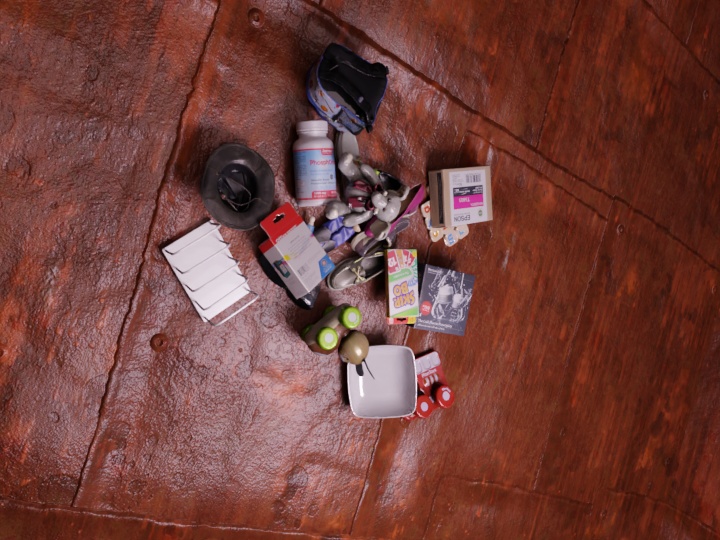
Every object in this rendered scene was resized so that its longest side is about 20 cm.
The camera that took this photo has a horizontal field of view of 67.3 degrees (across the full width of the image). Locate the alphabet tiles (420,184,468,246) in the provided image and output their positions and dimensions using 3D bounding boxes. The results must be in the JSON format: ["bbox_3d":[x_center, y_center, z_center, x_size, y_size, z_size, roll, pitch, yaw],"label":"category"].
[{"bbox_3d":[0.268,-0.184,1.657,0.193,0.014,0.205,-33,111,-26],"label":"alphabet tiles"}]

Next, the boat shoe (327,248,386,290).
[{"bbox_3d":[-0.001,-0.003,1.496,0.198,0.060,0.074,-27,109,-25],"label":"boat shoe"}]

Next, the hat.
[{"bbox_3d":[-0.298,-0.191,1.284,0.195,0.080,0.208,5,80,-32],"label":"hat"}]

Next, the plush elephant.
[{"bbox_3d":[0.031,-0.173,1.349,0.198,0.152,0.169,27,82,-50],"label":"plush elephant"}]

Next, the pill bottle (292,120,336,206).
[{"bbox_3d":[-0.117,-0.269,1.369,0.106,0.108,0.207,-8,100,-28],"label":"pill bottle"}]

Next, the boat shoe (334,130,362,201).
[{"bbox_3d":[-0.021,-0.278,1.446,0.073,0.068,0.207,-13,102,-28],"label":"boat shoe"}]

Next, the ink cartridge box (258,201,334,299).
[{"bbox_3d":[-0.167,-0.050,1.334,0.202,0.067,0.116,55,49,-9],"label":"ink cartridge box"}]

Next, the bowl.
[{"bbox_3d":[0.061,0.305,1.529,0.192,0.075,0.207,-3,97,2],"label":"bowl"}]

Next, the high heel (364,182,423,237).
[{"bbox_3d":[0.089,-0.166,1.455,0.198,0.067,0.097,-37,157,-26],"label":"high heel"}]

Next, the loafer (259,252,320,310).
[{"bbox_3d":[-0.181,0.012,1.396,0.201,0.072,0.073,50,58,-30],"label":"loafer"}]

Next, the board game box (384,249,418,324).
[{"bbox_3d":[0.114,0.045,1.501,0.093,0.030,0.208,0,89,-24],"label":"board game box"}]

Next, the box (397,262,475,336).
[{"bbox_3d":[0.224,0.084,1.613,0.195,0.103,0.189,11,90,-30],"label":"box"}]

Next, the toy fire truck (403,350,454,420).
[{"bbox_3d":[0.178,0.349,1.630,0.195,0.112,0.173,-15,79,-27],"label":"toy fire truck"}]

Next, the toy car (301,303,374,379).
[{"bbox_3d":[-0.039,0.206,1.420,0.157,0.163,0.203,-38,101,-20],"label":"toy car"}]

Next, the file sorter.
[{"bbox_3d":[-0.345,0.008,1.262,0.137,0.124,0.204,-33,112,-21],"label":"file sorter"}]

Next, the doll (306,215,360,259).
[{"bbox_3d":[-0.099,-0.086,1.436,0.198,0.048,0.139,-36,120,-15],"label":"doll"}]

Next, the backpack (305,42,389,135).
[{"bbox_3d":[-0.042,-0.460,1.361,0.188,0.152,0.205,32,60,-29],"label":"backpack"}]

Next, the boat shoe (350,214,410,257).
[{"bbox_3d":[0.065,-0.092,1.505,0.196,0.073,0.065,-26,65,-26],"label":"boat shoe"}]

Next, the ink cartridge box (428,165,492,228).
[{"bbox_3d":[0.302,-0.223,1.623,0.195,0.074,0.171,-11,99,-31],"label":"ink cartridge box"}]

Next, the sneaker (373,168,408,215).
[{"bbox_3d":[0.096,-0.215,1.514,0.197,0.082,0.073,31,82,-29],"label":"sneaker"}]
